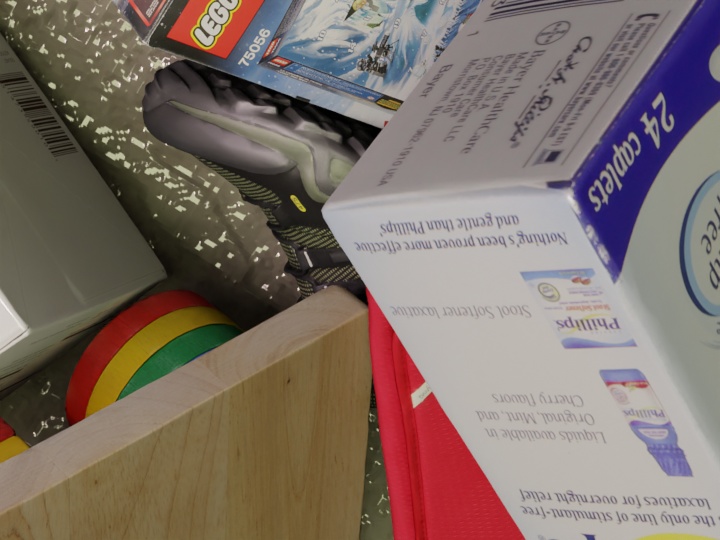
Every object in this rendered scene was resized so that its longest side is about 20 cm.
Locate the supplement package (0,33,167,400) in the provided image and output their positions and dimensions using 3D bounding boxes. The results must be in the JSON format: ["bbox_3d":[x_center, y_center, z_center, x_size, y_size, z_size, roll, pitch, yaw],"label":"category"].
[{"bbox_3d":[-0.206,0.006,0.918,0.200,0.151,0.152,-36,88,15],"label":"supplement package"}]

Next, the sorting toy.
[{"bbox_3d":[-0.096,0.108,0.943,0.070,0.199,0.200,39,143,33],"label":"sorting toy"}]

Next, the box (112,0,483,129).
[{"bbox_3d":[0.022,-0.146,0.883,0.137,0.040,0.200,17,115,-41],"label":"box"}]

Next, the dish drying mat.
[{"bbox_3d":[0.047,0.068,0.958,0.077,0.018,0.200,-13,133,-6],"label":"dish drying mat"}]

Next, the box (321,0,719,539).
[{"bbox_3d":[0.112,-0.005,0.856,0.105,0.184,0.200,-3,130,43],"label":"box"}]

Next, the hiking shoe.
[{"bbox_3d":[0.000,0.000,0.955,0.200,0.076,0.101,29,106,-7],"label":"hiking shoe"}]
